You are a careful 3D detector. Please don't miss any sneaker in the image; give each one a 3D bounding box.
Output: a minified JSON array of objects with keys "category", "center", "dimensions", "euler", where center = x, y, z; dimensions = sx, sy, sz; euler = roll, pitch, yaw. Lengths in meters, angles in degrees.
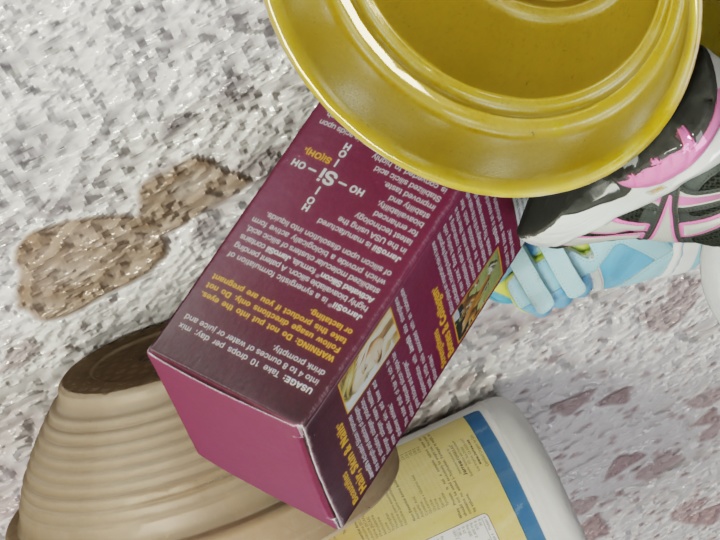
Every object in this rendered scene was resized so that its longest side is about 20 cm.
[{"category":"sneaker","center":[0.113,-0.041,1.474],"dimensions":[0.130,0.080,0.200],"euler":[-21,149,-12]},{"category":"sneaker","center":[0.136,-0.036,1.285],"dimensions":[0.086,0.081,0.200],"euler":[26,170,-14]}]

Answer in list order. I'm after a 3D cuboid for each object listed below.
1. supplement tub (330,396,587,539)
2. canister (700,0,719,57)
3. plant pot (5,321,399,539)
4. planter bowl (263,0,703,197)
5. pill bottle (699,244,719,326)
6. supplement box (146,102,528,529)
[{"category":"supplement tub","center":[0.024,0.174,1.671],"dimensions":[0.200,0.145,0.145],"euler":[-25,150,-4]},{"category":"canister","center":[0.230,-0.122,1.362],"dimensions":[0.200,0.086,0.149],"euler":[12,89,-36]},{"category":"plant pot","center":[-0.088,0.082,1.450],"dimensions":[0.200,0.093,0.201],"euler":[-17,-165,4]},{"category":"planter bowl","center":[0.061,-0.138,1.229],"dimensions":[0.201,0.200,0.083],"euler":[-53,177,38]},{"category":"pill bottle","center":[0.252,-0.035,1.503],"dimensions":[0.106,0.106,0.200],"euler":[-50,177,35]},{"category":"supplement box","center":[0.000,0.000,1.345],"dimensions":[0.200,0.085,0.110],"euler":[-56,157,-20]}]
